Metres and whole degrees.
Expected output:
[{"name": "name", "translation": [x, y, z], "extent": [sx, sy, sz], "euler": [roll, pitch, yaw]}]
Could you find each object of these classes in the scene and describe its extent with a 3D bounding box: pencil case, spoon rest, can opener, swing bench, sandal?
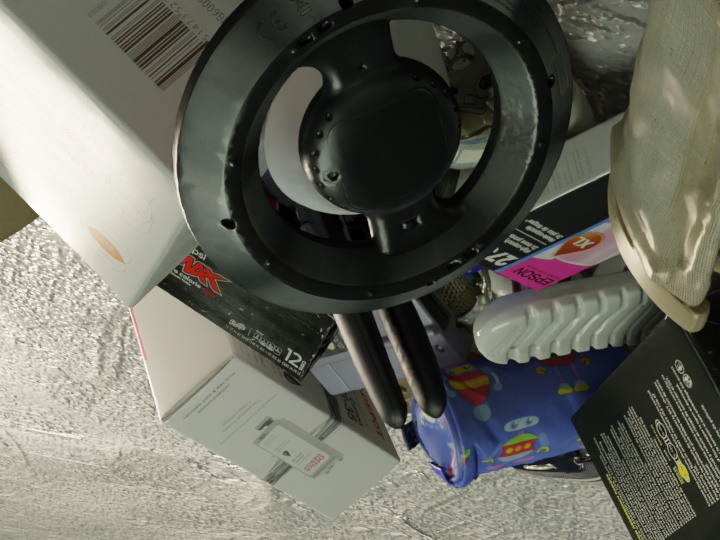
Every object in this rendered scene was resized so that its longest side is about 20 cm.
[{"name": "pencil case", "translation": [0.131, 0.092, 1.133], "extent": [0.200, 0.087, 0.078], "euler": [-12, -156, -19]}, {"name": "spoon rest", "translation": [0.012, -0.110, 0.821], "extent": [0.099, 0.061, 0.200], "euler": [3, 130, -21]}, {"name": "can opener", "translation": [0.000, 0.000, 1.002], "extent": [0.063, 0.200, 0.079], "euler": [-9, 163, -16]}, {"name": "swing bench", "translation": [0.207, -0.065, 0.710], "extent": [0.200, 0.130, 0.199], "euler": [14, 144, 10]}, {"name": "sandal", "translation": [0.163, 0.010, 1.029], "extent": [0.202, 0.050, 0.082], "euler": [-7, 147, -20]}]

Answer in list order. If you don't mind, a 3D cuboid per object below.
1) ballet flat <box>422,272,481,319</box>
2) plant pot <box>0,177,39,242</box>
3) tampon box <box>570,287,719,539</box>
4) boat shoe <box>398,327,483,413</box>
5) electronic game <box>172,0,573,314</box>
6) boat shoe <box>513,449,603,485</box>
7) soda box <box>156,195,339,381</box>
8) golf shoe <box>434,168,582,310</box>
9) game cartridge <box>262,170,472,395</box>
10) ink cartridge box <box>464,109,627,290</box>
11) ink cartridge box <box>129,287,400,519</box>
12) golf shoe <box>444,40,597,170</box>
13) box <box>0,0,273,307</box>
[{"name": "ballet flat", "translation": [-0.009, 0.003, 1.191], "extent": [0.200, 0.068, 0.075], "euler": [-6, 134, 36]}, {"name": "plant pot", "translation": [-0.275, -0.085, 1.086], "extent": [0.200, 0.135, 0.200], "euler": [16, 157, 7]}, {"name": "tampon box", "translation": [0.244, 0.088, 1.010], "extent": [0.150, 0.126, 0.200], "euler": [-21, 163, -18]}, {"name": "boat shoe", "translation": [0.041, 0.074, 1.295], "extent": [0.200, 0.072, 0.076], "euler": [17, 158, 2]}, {"name": "electronic game", "translation": [0.009, -0.064, 0.789], "extent": [0.200, 0.200, 0.042], "euler": [36, -166, -38]}, {"name": "boat shoe", "translation": [0.152, 0.129, 1.331], "extent": [0.093, 0.075, 0.200], "euler": [18, 161, -23]}, {"name": "soda box", "translation": [-0.096, -0.020, 1.074], "extent": [0.200, 0.063, 0.071], "euler": [33, 133, 3]}, {"name": "golf shoe", "translation": [0.110, -0.009, 1.050], "extent": [0.088, 0.077, 0.200], "euler": [-10, 149, 30]}, {"name": "game cartridge", "translation": [-0.029, 0.001, 1.129], "extent": [0.130, 0.038, 0.200], "euler": [-20, 121, 35]}, {"name": "ink cartridge box", "translation": [0.114, -0.033, 0.926], "extent": [0.200, 0.037, 0.095], "euler": [-24, 152, 32]}, {"name": "ink cartridge box", "translation": [-0.076, 0.087, 1.312], "extent": [0.083, 0.147, 0.200], "euler": [-42, 131, 14]}, {"name": "golf shoe", "translation": [0.040, -0.078, 0.943], "extent": [0.200, 0.078, 0.097], "euler": [0, 158, 40]}, {"name": "box", "translation": [-0.128, -0.090, 0.931], "extent": [0.152, 0.106, 0.200], "euler": [45, 156, -1]}]
